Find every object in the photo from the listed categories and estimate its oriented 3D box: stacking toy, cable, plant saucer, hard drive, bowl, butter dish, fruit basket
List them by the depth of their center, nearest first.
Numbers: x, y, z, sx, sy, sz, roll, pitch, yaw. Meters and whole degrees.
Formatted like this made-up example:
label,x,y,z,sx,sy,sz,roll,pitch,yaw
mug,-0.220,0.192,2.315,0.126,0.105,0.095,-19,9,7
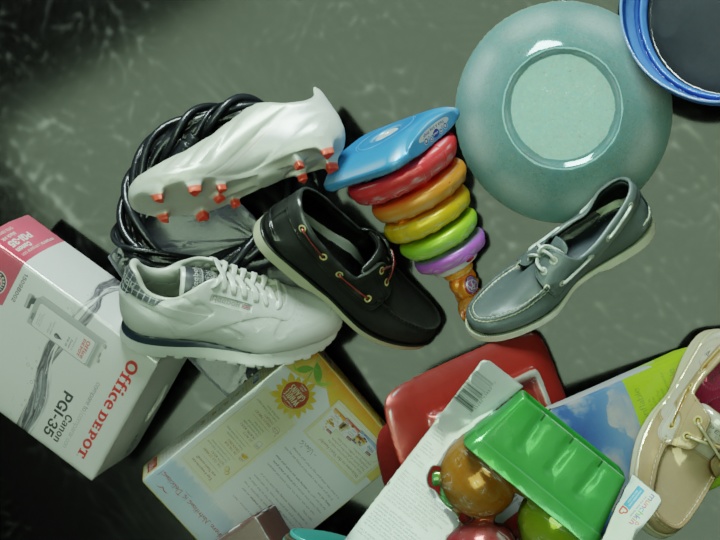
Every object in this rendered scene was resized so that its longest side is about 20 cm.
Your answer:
label,x,y,z,sx,sy,sz,roll,pitch,yaw
fruit basket,0.112,0.204,1.333,0.185,0.094,0.201,37,100,4
bowl,0.326,-0.238,1.442,0.199,0.039,0.203,-7,75,28
butter dish,0.091,0.180,1.461,0.198,0.147,0.202,-20,89,-38
stacking toy,0.068,-0.036,1.485,0.109,0.116,0.201,-14,109,45
cable,-0.134,-0.070,1.491,0.198,0.051,0.165,-16,83,1
plant saucer,0.182,-0.145,1.495,0.199,0.039,0.204,0,90,8
hard drive,-0.123,0.019,1.533,0.135,0.042,0.200,-44,84,5

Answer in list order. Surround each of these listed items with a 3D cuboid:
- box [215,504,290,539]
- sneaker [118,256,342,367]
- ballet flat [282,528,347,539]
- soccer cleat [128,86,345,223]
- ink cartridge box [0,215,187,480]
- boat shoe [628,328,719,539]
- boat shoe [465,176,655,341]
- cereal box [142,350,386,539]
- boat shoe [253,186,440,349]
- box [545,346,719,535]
label,x,y,z,sx,sy,sz,roll,pitch,yaw
box,-0.060,0.311,1.443,0.074,0.100,0.201,-30,84,4
sneaker,-0.111,0.030,1.439,0.198,0.077,0.081,0,124,-12
ballet flat,0.013,0.278,1.464,0.198,0.067,0.071,14,101,-30
soccer cleat,-0.111,-0.101,1.450,0.198,0.069,0.078,-18,65,-7
ink cartridge box,-0.273,0.069,1.513,0.199,0.083,0.147,35,112,8
boat shoe,0.289,0.131,1.400,0.073,0.069,0.201,33,66,-16
boat shoe,0.170,-0.013,1.460,0.199,0.062,0.073,-33,44,-8
cereal box,-0.080,0.173,1.507,0.199,0.040,0.144,-38,107,6
boat shoe,0.000,0.002,1.455,0.201,0.074,0.063,37,127,-25
box,0.232,0.154,1.432,0.198,0.048,0.123,-19,87,-28
